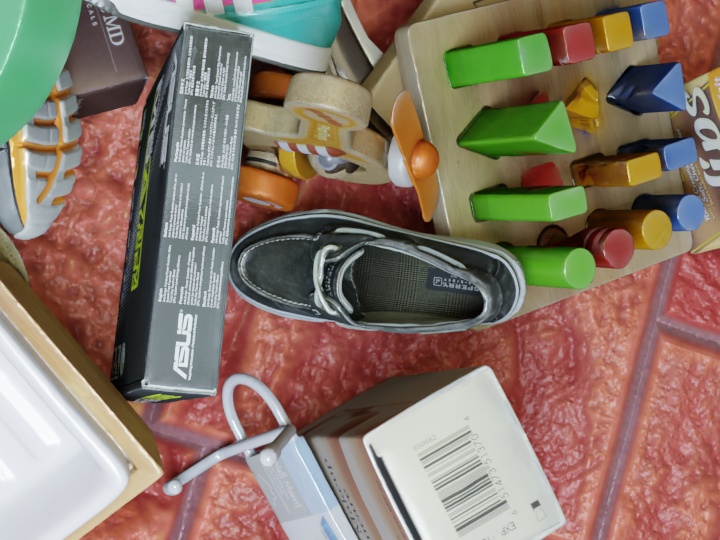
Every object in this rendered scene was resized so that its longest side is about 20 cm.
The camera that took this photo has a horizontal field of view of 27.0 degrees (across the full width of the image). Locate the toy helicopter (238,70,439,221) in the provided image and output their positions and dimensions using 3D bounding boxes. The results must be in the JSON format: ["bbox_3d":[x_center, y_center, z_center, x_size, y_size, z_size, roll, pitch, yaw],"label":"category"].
[{"bbox_3d":[-0.011,-0.076,0.867,0.132,0.200,0.079,16,83,0],"label":"toy helicopter"}]

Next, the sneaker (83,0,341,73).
[{"bbox_3d":[-0.088,-0.194,0.849,0.200,0.084,0.121,12,104,-32],"label":"sneaker"}]

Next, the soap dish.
[{"bbox_3d":[-0.227,0.102,0.851,0.200,0.081,0.157,-37,97,19],"label":"soap dish"}]

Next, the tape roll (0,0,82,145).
[{"bbox_3d":[-0.242,-0.156,0.800,0.200,0.048,0.201,0,91,26],"label":"tape roll"}]

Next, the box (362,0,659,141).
[{"bbox_3d":[0.102,-0.134,1.005,0.163,0.021,0.200,44,71,-26],"label":"box"}]

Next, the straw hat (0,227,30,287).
[{"bbox_3d":[-0.295,-0.013,0.878,0.200,0.201,0.085,-4,43,-15],"label":"straw hat"}]

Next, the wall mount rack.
[{"bbox_3d":[-0.039,0.158,0.887,0.074,0.174,0.200,-30,92,-33],"label":"wall mount rack"}]

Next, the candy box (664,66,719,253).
[{"bbox_3d":[0.270,-0.084,0.982,0.055,0.200,0.116,-15,88,-19],"label":"candy box"}]

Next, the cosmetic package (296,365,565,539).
[{"bbox_3d":[0.032,0.123,0.897,0.087,0.200,0.104,-28,90,-15],"label":"cosmetic package"}]

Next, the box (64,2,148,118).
[{"bbox_3d":[-0.241,-0.130,0.920,0.200,0.075,0.100,-18,88,-18],"label":"box"}]

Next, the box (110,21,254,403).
[{"bbox_3d":[-0.108,-0.023,0.879,0.047,0.193,0.201,7,83,-12],"label":"box"}]

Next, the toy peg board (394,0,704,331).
[{"bbox_3d":[0.147,-0.081,0.962,0.199,0.098,0.201,-18,102,-29],"label":"toy peg board"}]

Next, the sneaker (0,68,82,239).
[{"bbox_3d":[-0.215,-0.115,0.858,0.077,0.078,0.201,-10,90,10],"label":"sneaker"}]

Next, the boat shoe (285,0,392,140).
[{"bbox_3d":[-0.040,-0.161,0.978,0.059,0.072,0.200,-34,99,-19],"label":"boat shoe"}]

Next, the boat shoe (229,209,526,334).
[{"bbox_3d":[0.000,0.000,0.921,0.199,0.071,0.072,2,96,23],"label":"boat shoe"}]
